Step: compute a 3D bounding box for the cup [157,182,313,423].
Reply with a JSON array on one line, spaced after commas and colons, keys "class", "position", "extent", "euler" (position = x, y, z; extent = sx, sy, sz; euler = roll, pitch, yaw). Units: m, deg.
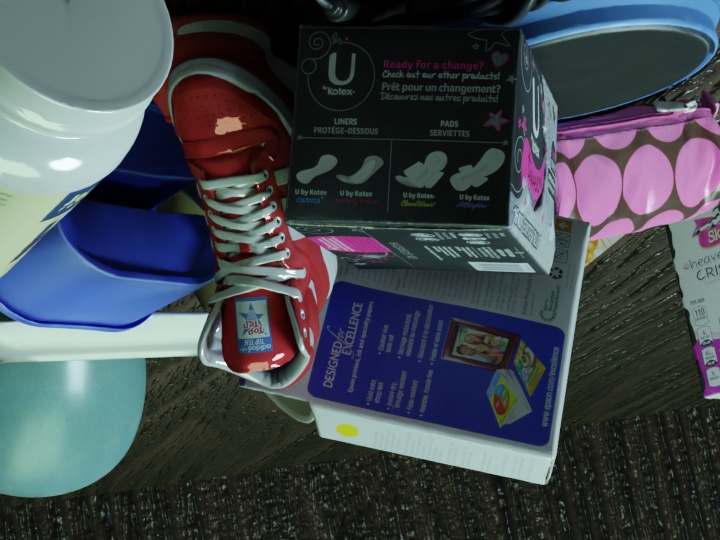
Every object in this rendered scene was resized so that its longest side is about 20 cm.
[{"class": "cup", "position": [-0.035, -0.013, 1.423], "extent": [0.143, 0.201, 0.200], "euler": [-34, 174, -16]}]

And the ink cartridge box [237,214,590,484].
[{"class": "ink cartridge box", "position": [0.038, 0.029, 1.259], "extent": [0.198, 0.199, 0.047], "euler": [12, 141, 3]}]

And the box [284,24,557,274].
[{"class": "box", "position": [0.043, -0.067, 1.148], "extent": [0.131, 0.116, 0.200], "euler": [2, 174, 12]}]

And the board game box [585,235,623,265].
[{"class": "board game box", "position": [0.123, -0.023, 1.504], "extent": [0.200, 0.047, 0.151], "euler": [-37, -163, -35]}]

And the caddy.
[{"class": "caddy", "position": [-0.178, -0.037, 1.247], "extent": [0.105, 0.142, 0.199], "euler": [-24, 162, 32]}]

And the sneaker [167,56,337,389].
[{"class": "sneaker", "position": [-0.066, -0.018, 1.121], "extent": [0.071, 0.113, 0.201], "euler": [-5, 136, 20]}]

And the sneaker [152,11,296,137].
[{"class": "sneaker", "position": [-0.075, -0.080, 1.186], "extent": [0.078, 0.116, 0.200], "euler": [-15, 167, 23]}]

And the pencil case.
[{"class": "pencil case", "position": [0.173, -0.073, 1.398], "extent": [0.199, 0.091, 0.094], "euler": [-15, 141, -38]}]

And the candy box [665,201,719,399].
[{"class": "candy box", "position": [0.339, -0.004, 1.665], "extent": [0.136, 0.201, 0.061], "euler": [-18, 166, 29]}]

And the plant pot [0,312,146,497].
[{"class": "plant pot", "position": [-0.255, 0.058, 1.556], "extent": [0.199, 0.201, 0.135], "euler": [-4, 145, -26]}]

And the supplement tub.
[{"class": "supplement tub", "position": [-0.196, -0.080, 0.977], "extent": [0.144, 0.146, 0.200], "euler": [1, 152, -42]}]

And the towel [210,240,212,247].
[{"class": "towel", "position": [0.000, 0.000, 1.320], "extent": [0.200, 0.150, 0.031], "euler": [40, 134, -14]}]

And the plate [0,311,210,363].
[{"class": "plate", "position": [-0.188, 0.048, 1.393], "extent": [0.198, 0.033, 0.199], "euler": [-1, 178, -17]}]

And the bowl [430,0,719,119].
[{"class": "bowl", "position": [0.135, -0.140, 1.263], "extent": [0.199, 0.040, 0.201], "euler": [-10, 168, -2]}]

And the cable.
[{"class": "cable", "position": [0.081, -0.168, 1.066], "extent": [0.199, 0.051, 0.163], "euler": [-16, 166, 25]}]
